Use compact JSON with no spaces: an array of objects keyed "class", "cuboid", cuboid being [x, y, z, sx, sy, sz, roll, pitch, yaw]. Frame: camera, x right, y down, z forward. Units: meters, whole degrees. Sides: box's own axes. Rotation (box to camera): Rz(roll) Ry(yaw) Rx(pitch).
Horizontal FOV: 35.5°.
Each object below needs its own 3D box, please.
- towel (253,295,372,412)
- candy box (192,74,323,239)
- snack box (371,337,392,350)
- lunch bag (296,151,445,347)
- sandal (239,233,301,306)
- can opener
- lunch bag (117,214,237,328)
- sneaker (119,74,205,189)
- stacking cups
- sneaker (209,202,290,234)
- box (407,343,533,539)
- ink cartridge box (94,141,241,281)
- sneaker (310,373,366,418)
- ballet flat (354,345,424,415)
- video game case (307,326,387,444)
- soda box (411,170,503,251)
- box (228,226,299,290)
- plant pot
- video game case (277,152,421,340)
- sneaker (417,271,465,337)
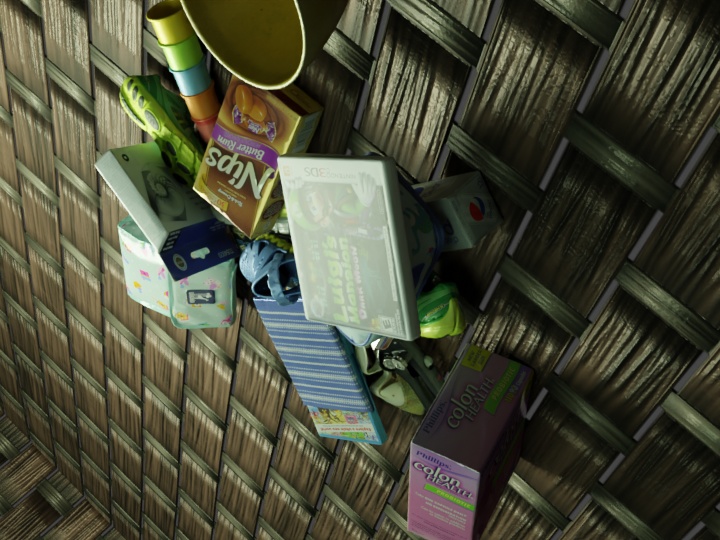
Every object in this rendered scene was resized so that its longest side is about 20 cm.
[{"class":"towel","cuboid":[-0.068,0.115,1.618,0.143,0.024,0.202,1,123,45]},{"class":"candy box","cuboid":[-0.136,-0.156,1.463,0.116,0.056,0.202,39,128,18]},{"class":"snack box","cuboid":[0.000,0.000,1.454,0.202,0.024,0.072,64,144,30]},{"class":"lunch bag","cuboid":[0.010,-0.020,1.317,0.161,0.082,0.202,48,139,26]},{"class":"sandal","cuboid":[-0.120,0.003,1.550,0.199,0.087,0.080,4,129,58]},{"class":"can opener","cuboid":[0.089,0.148,1.558,0.063,0.079,0.201,-15,120,44]},{"class":"lunch bag","cuboid":[-0.284,-0.003,1.822,0.198,0.122,0.172,28,141,19]},{"class":"sneaker","cuboid":[-0.259,-0.203,1.605,0.201,0.083,0.074,54,138,3]},{"class":"stacking cups","cuboid":[-0.226,-0.269,1.532,0.060,0.061,0.202,20,143,40]},{"class":"sneaker","cuboid":[-0.141,-0.113,1.572,0.198,0.078,0.092,9,124,39]},{"class":"box","cuboid":[0.141,0.234,1.455,0.095,0.177,0.202,20,139,20]},{"class":"ink cartridge box","cuboid":[-0.261,-0.095,1.616,0.040,0.199,0.201,-36,87,25]},{"class":"sneaker","cuboid":[-0.032,0.186,1.735,0.095,0.079,0.202,14,134,41]},{"class":"ballet flat","cuboid":[0.034,0.141,1.614,0.070,0.071,0.202,10,132,46]},{"class":"video game case","cuboid":[-0.045,0.162,1.665,0.142,0.018,0.203,-1,116,46]},{"class":"soda box","cuboid":[0.074,-0.063,1.346,0.199,0.063,0.069,-6,118,54]},{"class":"box","cuboid":[-0.099,-0.011,1.641,0.198,0.046,0.161,13,133,46]},{"class":"plant pot","cuboid":[-0.086,-0.319,1.202,0.199,0.142,0.202,32,145,26]},{"class":"video game case","cuboid":[-0.015,-0.030,1.262,0.180,0.023,0.203,9,114,47]},{"class":"sneaker","cuboid":[0.070,0.035,1.453,0.199,0.073,0.085,10,100,55]}]
